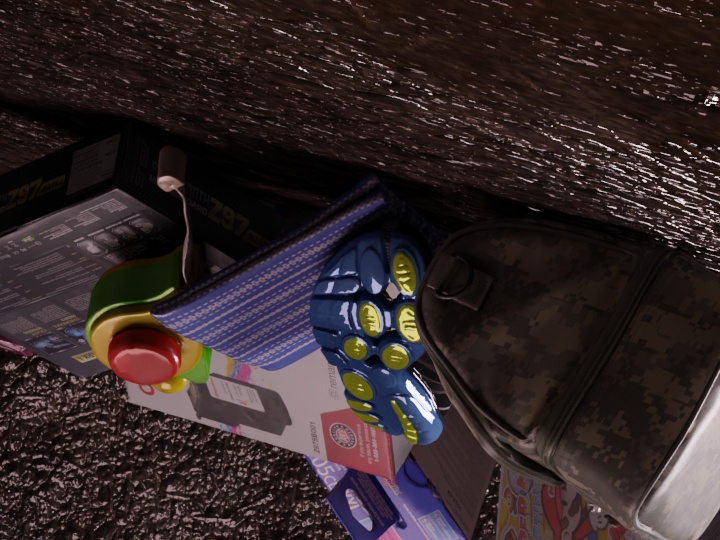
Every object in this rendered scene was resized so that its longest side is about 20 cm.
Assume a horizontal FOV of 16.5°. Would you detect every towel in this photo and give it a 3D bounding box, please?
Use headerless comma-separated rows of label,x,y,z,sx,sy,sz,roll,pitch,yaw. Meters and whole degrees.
towel,-0.024,0.004,1.388,0.145,0.024,0.200,-30,163,9

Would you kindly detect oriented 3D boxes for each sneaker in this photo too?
sneaker,0.021,0.024,1.374,0.071,0.083,0.200,15,155,16

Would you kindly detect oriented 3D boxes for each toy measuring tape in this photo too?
toy measuring tape,-0.122,0.005,1.379,0.073,0.074,0.200,15,144,14

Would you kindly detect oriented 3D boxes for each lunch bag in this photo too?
lunch bag,0.123,0.050,1.310,0.168,0.140,0.200,32,180,20

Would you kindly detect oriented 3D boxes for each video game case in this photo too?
video game case,0.153,0.142,1.723,0.023,0.201,0.182,-1,-171,-29

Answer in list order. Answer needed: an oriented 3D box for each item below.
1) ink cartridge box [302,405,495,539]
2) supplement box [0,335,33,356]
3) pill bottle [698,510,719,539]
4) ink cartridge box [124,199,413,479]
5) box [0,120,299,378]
ink cartridge box,0.027,0.115,1.740,0.076,0.137,0.200,-25,-160,23
supplement box,-0.310,-0.003,2.097,0.103,0.131,0.200,17,174,-5
pill bottle,0.276,0.203,1.686,0.112,0.112,0.200,19,-168,-22
ink cartridge box,-0.058,0.036,1.600,0.200,0.083,0.146,14,137,22
box,-0.152,-0.008,1.476,0.200,0.051,0.158,-19,142,39
